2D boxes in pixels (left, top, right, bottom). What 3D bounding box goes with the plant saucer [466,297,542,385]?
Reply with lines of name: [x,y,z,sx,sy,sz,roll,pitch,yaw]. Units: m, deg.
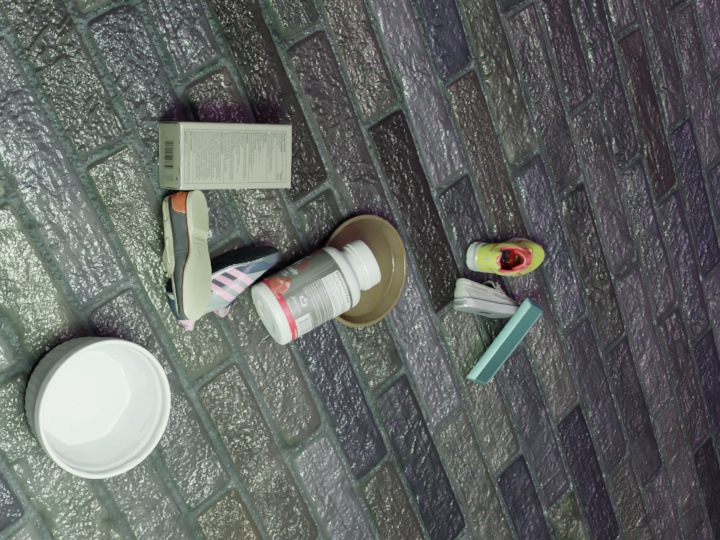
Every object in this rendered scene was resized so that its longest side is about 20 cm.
plant saucer: [0.288,0.145,2.004,0.200,0.019,0.070,-53,143,8]

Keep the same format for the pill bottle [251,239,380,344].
pill bottle: [-0.070,0.029,1.667,0.199,0.111,0.111,-28,114,-18]

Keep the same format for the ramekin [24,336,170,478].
ramekin: [-0.387,0.189,1.466,0.199,0.105,0.202,-7,101,-39]

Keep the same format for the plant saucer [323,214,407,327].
plant saucer: [0.000,0.000,1.797,0.199,0.029,0.202,-7,102,-39]

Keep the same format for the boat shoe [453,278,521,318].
boat shoe: [0.252,0.054,1.987,0.199,0.072,0.066,11,76,-41]

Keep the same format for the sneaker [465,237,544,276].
sneaker: [0.304,-0.021,1.999,0.199,0.090,0.079,-7,100,-39]

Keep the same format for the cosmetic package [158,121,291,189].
cosmetic package: [-0.207,-0.178,1.572,0.199,0.073,0.104,-4,99,-39]

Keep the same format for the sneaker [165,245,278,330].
sneaker: [-0.212,0.025,1.609,0.199,0.070,0.083,-24,117,-27]

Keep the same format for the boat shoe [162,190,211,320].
boat shoe: [-0.266,-0.022,1.521,0.071,0.062,0.201,27,58,-66]
